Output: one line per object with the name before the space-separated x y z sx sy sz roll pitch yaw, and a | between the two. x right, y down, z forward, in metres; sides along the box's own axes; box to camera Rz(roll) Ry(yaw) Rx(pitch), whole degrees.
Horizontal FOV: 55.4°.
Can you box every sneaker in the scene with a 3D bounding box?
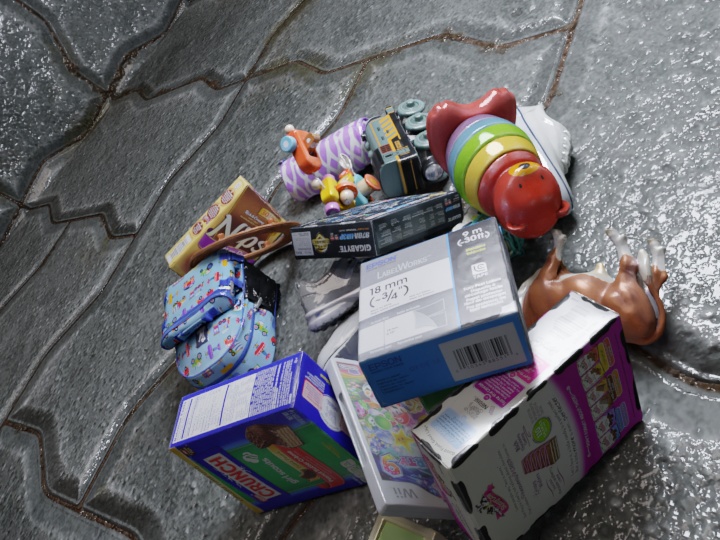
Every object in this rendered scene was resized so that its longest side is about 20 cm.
sneaker | 0.017 0.068 0.902 0.199 0.077 0.081 -42 21 1
sneaker | 0.241 -0.153 0.882 0.069 0.074 0.203 -19 49 6
sneaker | 0.000 0.000 0.931 0.197 0.075 0.083 -31 79 -6
sneaker | 0.156 -0.033 0.823 0.078 0.079 0.201 -4 33 28

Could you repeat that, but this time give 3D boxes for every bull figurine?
bull figurine | 0.226 0.022 0.726 0.196 0.064 0.125 5 81 41

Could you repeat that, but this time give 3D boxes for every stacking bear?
stacking bear | 0.165 -0.113 0.796 0.118 0.116 0.202 -15 38 -7

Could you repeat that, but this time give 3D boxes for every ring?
ring | -0.188 -0.045 1.128 0.197 0.199 0.020 -24 82 28

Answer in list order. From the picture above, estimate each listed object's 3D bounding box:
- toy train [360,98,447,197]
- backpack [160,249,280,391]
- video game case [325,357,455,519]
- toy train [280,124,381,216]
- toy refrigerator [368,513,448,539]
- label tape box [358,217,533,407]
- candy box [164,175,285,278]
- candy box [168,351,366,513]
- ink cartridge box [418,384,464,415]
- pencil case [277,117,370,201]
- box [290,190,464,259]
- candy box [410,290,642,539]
toy train | 0.065 -0.192 1.061 0.111 0.087 0.202 -17 40 -1
backpack | -0.216 0.098 1.050 0.180 0.134 0.203 -31 42 21
video game case | 0.051 0.171 0.716 0.018 0.140 0.201 -62 30 24
toy train | -0.033 -0.155 1.045 0.055 0.198 0.153 -30 75 25
toy refrigerator | 0.019 0.340 0.641 0.075 0.070 0.203 4 60 45
label tape box | 0.072 0.015 0.644 0.141 0.064 0.203 -19 35 15
candy box | -0.238 -0.054 1.226 0.200 0.117 0.056 -47 36 -1
candy box | -0.098 0.198 0.807 0.196 0.169 0.078 -23 38 29
ink cartridge box | 0.098 0.093 0.729 0.084 0.146 0.201 -37 38 7
pencil case | -0.050 -0.193 1.205 0.196 0.086 0.085 -22 5 28
box | 0.025 -0.064 0.937 0.156 0.047 0.198 -1 15 43
candy box | 0.153 0.136 0.606 0.198 0.138 0.061 -37 33 -15
